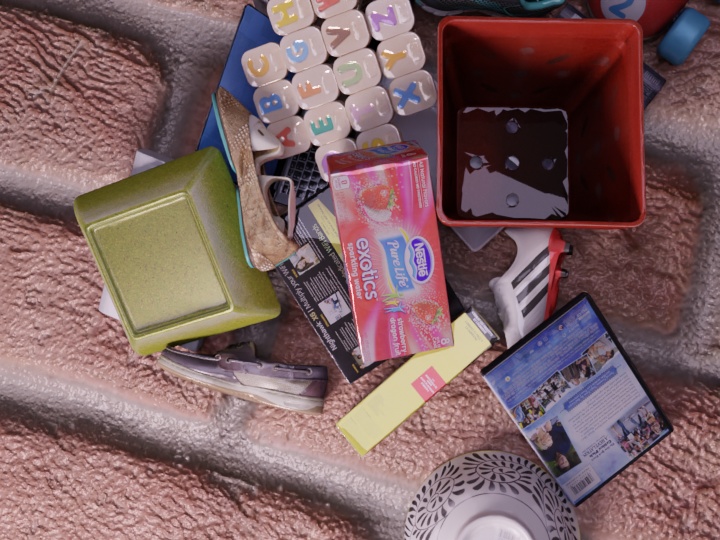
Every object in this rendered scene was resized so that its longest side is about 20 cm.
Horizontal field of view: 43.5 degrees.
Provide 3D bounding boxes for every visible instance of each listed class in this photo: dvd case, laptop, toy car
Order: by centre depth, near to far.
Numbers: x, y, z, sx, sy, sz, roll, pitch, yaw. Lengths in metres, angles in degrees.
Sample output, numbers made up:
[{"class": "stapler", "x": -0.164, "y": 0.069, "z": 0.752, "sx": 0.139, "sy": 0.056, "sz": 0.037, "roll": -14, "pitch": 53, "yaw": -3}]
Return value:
[{"class": "toy car", "x": 0.329, "y": -0.357, "z": 0.964, "sx": 0.184, "sy": 0.200, "sz": 0.178, "roll": 36, "pitch": 83, "yaw": 8}, {"class": "dvd case", "x": 0.237, "y": 0.142, "z": 0.976, "sx": 0.142, "sy": 0.018, "sz": 0.201, "roll": -37, "pitch": 107, "yaw": -2}, {"class": "laptop", "x": -0.057, "y": -0.169, "z": 1.030, "sx": 0.198, "sy": 0.116, "sz": 0.190, "roll": 18, "pitch": 87, "yaw": 7}, {"class": "dvd case", "x": 0.236, "y": -0.188, "z": 1.044, "sx": 0.148, "sy": 0.016, "sz": 0.201, "roll": 39, "pitch": 84, "yaw": 4}]

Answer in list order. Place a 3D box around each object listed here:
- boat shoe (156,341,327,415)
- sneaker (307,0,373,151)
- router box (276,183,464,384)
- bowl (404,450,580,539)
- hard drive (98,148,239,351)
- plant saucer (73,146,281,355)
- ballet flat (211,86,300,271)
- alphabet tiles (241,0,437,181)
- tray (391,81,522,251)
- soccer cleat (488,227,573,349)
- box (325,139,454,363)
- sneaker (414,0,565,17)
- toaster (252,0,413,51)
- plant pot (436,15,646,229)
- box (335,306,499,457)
[{"class": "boat shoe", "x": -0.132, "y": 0.113, "z": 1.035, "sx": 0.197, "sy": 0.072, "sz": 0.066, "roll": 15, "pitch": 80, "yaw": 4}, {"class": "sneaker", "x": -0.036, "y": -0.217, "z": 0.994, "sx": 0.075, "sy": 0.070, "sz": 0.203, "roll": 17, "pitch": 111, "yaw": 16}, {"class": "router box", "x": 0.000, "y": 0.000, "z": 1.015, "sx": 0.156, "sy": 0.052, "sz": 0.201, "roll": -32, "pitch": 98, "yaw": 1}, {"class": "bowl", "x": 0.144, "y": 0.302, "z": 0.974, "sx": 0.198, "sy": 0.094, "sz": 0.204, "roll": 0, "pitch": 85, "yaw": 5}, {"class": "hard drive", "x": -0.219, "y": -0.022, "z": 1.039, "sx": 0.130, "sy": 0.026, "sz": 0.202, "roll": 21, "pitch": 109, "yaw": 7}, {"class": "plant saucer", "x": -0.213, "y": -0.010, "z": 0.997, "sx": 0.198, "sy": 0.048, "sz": 0.202, "roll": -16, "pitch": 102, "yaw": 19}, {"class": "ballet flat", "x": -0.106, "y": -0.102, "z": 0.957, "sx": 0.064, "sy": 0.071, "sz": 0.203, "roll": -14, "pitch": 88, "yaw": 6}, {"class": "alphabet tiles", "x": -0.025, "y": -0.201, "z": 0.944, "sx": 0.193, "sy": 0.015, "sz": 0.202, "roll": -15, "pitch": 100, "yaw": 17}, {"class": "tray", "x": 0.102, "y": -0.125, "z": 1.047, "sx": 0.107, "sy": 0.022, "sz": 0.200, "roll": -39, "pitch": 83, "yaw": -14}, {"class": "soccer cleat", "x": 0.181, "y": 0.045, "z": 1.014, "sx": 0.084, "sy": 0.069, "sz": 0.203, "roll": 11, "pitch": 86, "yaw": 21}, {"class": "box", "x": 0.031, "y": -0.021, "z": 0.924, "sx": 0.101, "sy": 0.095, "sz": 0.203, "roll": -10, "pitch": 108, "yaw": -2}, {"class": "sneaker", "x": 0.145, "y": -0.320, "z": 0.995, "sx": 0.198, "sy": 0.091, "sz": 0.079, "roll": 0, "pitch": 91, "yaw": -28}, {"class": "toaster", "x": -0.016, "y": -0.365, "z": 1.044, "sx": 0.178, "sy": 0.119, "sz": 0.203, "roll": 14, "pitch": 86, "yaw": 6}, {"class": "plant pot", "x": 0.171, "y": -0.132, "z": 0.941, "sx": 0.197, "sy": 0.176, "sz": 0.203, "roll": 1, "pitch": 83, "yaw": 0}, {"class": "box", "x": 0.065, "y": 0.124, "z": 1.010, "sx": 0.199, "sy": 0.075, "sz": 0.050, "roll": -40, "pitch": 82, "yaw": 0}]
